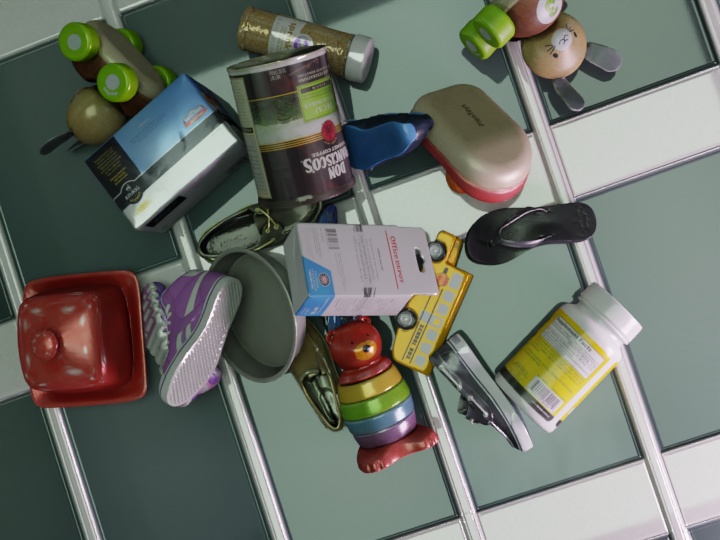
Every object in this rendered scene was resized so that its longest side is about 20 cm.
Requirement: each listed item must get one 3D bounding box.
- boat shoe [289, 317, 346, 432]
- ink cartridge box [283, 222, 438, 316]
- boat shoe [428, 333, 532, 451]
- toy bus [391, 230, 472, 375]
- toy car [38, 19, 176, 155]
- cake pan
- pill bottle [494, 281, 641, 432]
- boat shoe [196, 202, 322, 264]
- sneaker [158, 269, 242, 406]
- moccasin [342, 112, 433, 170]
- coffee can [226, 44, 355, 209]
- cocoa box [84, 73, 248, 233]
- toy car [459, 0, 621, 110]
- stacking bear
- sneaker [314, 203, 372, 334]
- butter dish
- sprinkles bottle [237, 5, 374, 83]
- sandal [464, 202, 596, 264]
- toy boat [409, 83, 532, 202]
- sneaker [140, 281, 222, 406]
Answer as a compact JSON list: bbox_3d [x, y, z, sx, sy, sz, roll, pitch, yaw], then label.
[{"bbox_3d":[-0.072,0.144,1.606,0.071,0.076,0.201,-33,85,6],"label":"boat shoe"},{"bbox_3d":[0.000,0.000,1.533,0.198,0.067,0.117,1,61,-23],"label":"ink cartridge box"},{"bbox_3d":[0.171,0.189,1.563,0.068,0.072,0.201,-37,103,-1],"label":"boat shoe"},{"bbox_3d":[0.106,0.045,1.591,0.078,0.065,0.202,24,92,6],"label":"toy bus"},{"bbox_3d":[-0.399,-0.252,1.618,0.158,0.164,0.200,45,107,5],"label":"toy car"},{"bbox_3d":[-0.152,0.062,1.587,0.199,0.037,0.203,15,113,40],"label":"cake pan"},{"bbox_3d":[0.296,0.121,1.543,0.114,0.114,0.200,44,94,5],"label":"pill bottle"},{"bbox_3d":[-0.151,-0.065,1.625,0.200,0.060,0.073,-25,87,6],"label":"boat shoe"},{"bbox_3d":[-0.255,0.092,1.564,0.113,0.073,0.202,15,69,32],"label":"sneaker"},{"bbox_3d":[0.035,-0.186,1.561,0.068,0.199,0.081,-29,110,-29],"label":"moccasin"},{"bbox_3d":[-0.098,-0.205,1.550,0.145,0.147,0.202,-11,106,7],"label":"coffee can"},{"bbox_3d":[-0.277,-0.169,1.605,0.200,0.133,0.132,-40,85,5],"label":"cocoa box"},{"bbox_3d":[0.271,-0.328,1.534,0.200,0.158,0.164,45,84,-6],"label":"toy car"},{"bbox_3d":[0.015,0.168,1.563,0.120,0.114,0.202,-22,97,-14],"label":"stacking bear"},{"bbox_3d":[-0.028,0.000,1.613,0.077,0.075,0.203,-9,94,-6],"label":"sneaker"},{"bbox_3d":[-0.434,0.105,1.609,0.198,0.148,0.202,-5,88,14],"label":"butter dish"},{"bbox_3d":[-0.081,-0.335,1.616,0.198,0.068,0.069,16,91,7],"label":"sprinkles bottle"},{"bbox_3d":[0.244,-0.062,1.567,0.198,0.043,0.077,-15,82,-6],"label":"sandal"},{"bbox_3d":[0.155,-0.165,1.565,0.129,0.132,0.200,-20,51,-23],"label":"toy boat"},{"bbox_3d":[-0.268,0.105,1.636,0.088,0.081,0.201,-12,65,-34],"label":"sneaker"}]
